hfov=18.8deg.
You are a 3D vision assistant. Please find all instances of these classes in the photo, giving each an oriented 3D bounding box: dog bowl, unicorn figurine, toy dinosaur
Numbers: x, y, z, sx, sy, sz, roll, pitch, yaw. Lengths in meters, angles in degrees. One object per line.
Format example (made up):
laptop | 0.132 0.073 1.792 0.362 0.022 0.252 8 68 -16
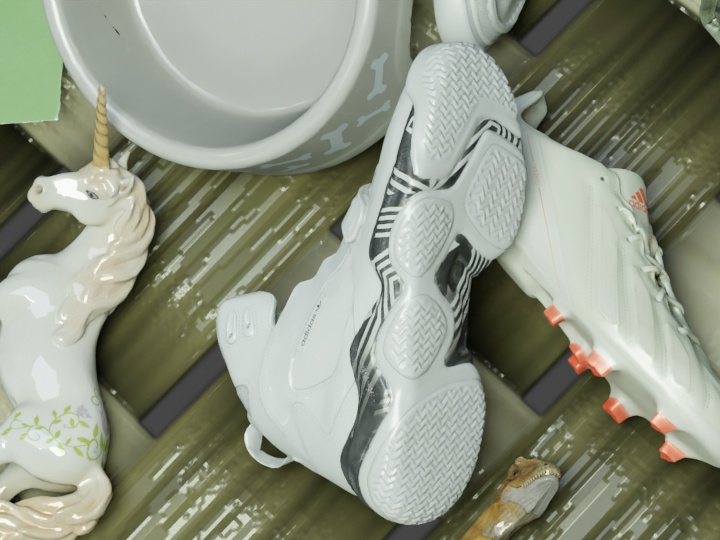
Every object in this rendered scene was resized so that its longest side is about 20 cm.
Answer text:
dog bowl | -0.059 -0.136 0.976 0.199 0.059 0.201 7 106 26
unicorn figurine | -0.152 0.033 0.994 0.137 0.074 0.201 -13 83 9
toy dinosaur | 0.006 0.151 0.916 0.200 0.061 0.106 -26 35 -4

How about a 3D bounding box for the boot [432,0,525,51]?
boot | 0.097 -0.190 1.004 0.095 0.074 0.201 5 70 24

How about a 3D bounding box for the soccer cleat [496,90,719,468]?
soccer cleat | 0.106 -0.001 0.936 0.078 0.069 0.200 -38 62 -5

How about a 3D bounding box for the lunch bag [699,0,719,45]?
lunch bag | 0.258 -0.091 0.904 0.164 0.118 0.200 -33 71 0

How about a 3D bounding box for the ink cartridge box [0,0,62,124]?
ink cartridge box | -0.210 -0.168 1.055 0.145 0.048 0.201 -3 67 13

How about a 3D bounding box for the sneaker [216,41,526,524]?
sneaker | 0.000 0.000 0.926 0.115 0.075 0.201 10 93 42
